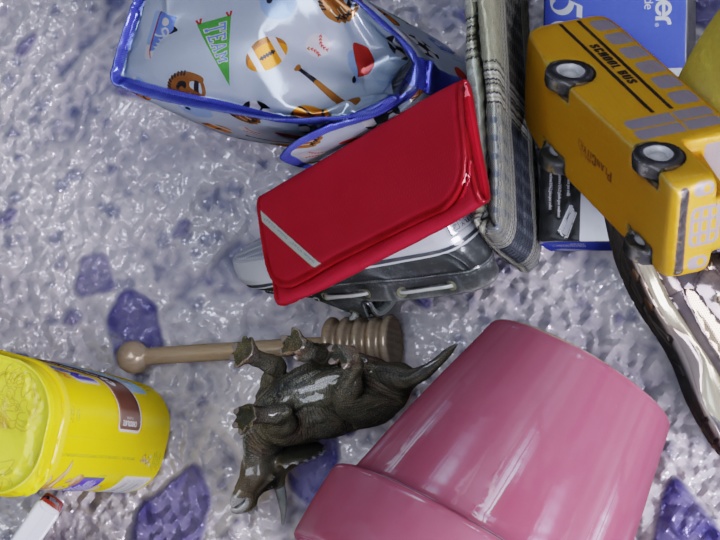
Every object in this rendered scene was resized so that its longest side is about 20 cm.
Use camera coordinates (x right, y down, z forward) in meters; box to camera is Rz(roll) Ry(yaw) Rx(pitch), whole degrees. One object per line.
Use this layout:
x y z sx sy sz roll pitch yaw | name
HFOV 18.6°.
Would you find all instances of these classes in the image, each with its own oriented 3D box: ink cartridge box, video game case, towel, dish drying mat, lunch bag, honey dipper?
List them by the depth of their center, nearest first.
0.003 -0.043 1.308 0.200 0.018 0.077 -27 65 48 | dish drying mat
0.081 -0.107 1.343 0.034 0.193 0.201 -3 83 11 | towel
-0.031 -0.127 1.391 0.200 0.170 0.124 14 91 18 | lunch bag
0.164 -0.113 1.394 0.094 0.044 0.201 1 84 16 | ink cartridge box
-0.236 0.206 1.395 0.017 0.200 0.143 35 83 -3 | video game case
-0.071 0.054 1.455 0.200 0.038 0.038 -5 82 19 | honey dipper

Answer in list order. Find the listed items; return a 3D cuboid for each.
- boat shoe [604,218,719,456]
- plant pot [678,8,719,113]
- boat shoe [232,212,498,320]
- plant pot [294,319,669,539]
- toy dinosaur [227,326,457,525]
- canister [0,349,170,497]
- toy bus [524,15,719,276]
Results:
0.212 0.022 1.337 0.073 0.074 0.200 -28 103 -2 | boat shoe
0.272 -0.103 1.299 0.142 0.200 0.200 -25 75 40 | plant pot
0.000 0.000 1.404 0.200 0.072 0.071 -7 116 44 | boat shoe
0.088 0.137 1.323 0.200 0.200 0.179 28 78 19 | plant pot
-0.020 0.078 1.398 0.200 0.102 0.077 -32 55 19 | toy dinosaur
-0.224 0.095 1.411 0.148 0.200 0.087 11 87 18 | canister
0.158 -0.075 1.271 0.078 0.065 0.200 -12 34 -19 | toy bus
